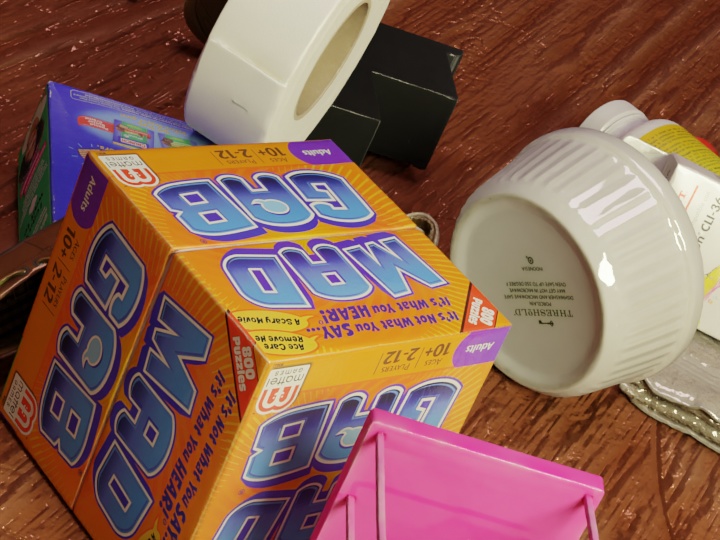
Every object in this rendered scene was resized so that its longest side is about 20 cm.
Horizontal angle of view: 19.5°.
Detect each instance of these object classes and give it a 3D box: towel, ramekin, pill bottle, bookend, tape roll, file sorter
[{"bbox_3d":[0.307,0.107,1.674,0.199,0.035,0.133,28,30,6],"label":"towel"},{"bbox_3d":[0.154,0.001,1.577,0.094,0.204,0.202,-24,53,-39],"label":"ramekin"},{"bbox_3d":[0.275,-0.061,1.846,0.112,0.113,0.200,-8,42,-44],"label":"pill bottle"},{"bbox_3d":[-0.006,-0.132,1.776,0.198,0.093,0.199,16,31,-17],"label":"bookend"},{"bbox_3d":[-0.048,-0.174,1.554,0.070,0.203,0.202,33,30,6],"label":"tape roll"},{"bbox_3d":[0.035,0.206,1.139,0.138,0.201,0.126,17,32,-11],"label":"file sorter"}]

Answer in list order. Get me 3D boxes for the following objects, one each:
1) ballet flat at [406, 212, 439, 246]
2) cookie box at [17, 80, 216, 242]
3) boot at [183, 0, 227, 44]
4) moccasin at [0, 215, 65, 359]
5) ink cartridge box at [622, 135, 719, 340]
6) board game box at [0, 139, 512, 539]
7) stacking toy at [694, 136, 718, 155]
[{"bbox_3d":[0.000,0.000,1.592,0.067,0.063,0.200,32,30,15],"label":"ballet flat"},{"bbox_3d":[-0.159,-0.038,1.522,0.170,0.076,0.201,16,29,-18],"label":"cookie box"},{"bbox_3d":[-0.081,-0.244,1.927,0.198,0.072,0.155,16,30,-25],"label":"boot"},{"bbox_3d":[-0.195,0.011,1.356,0.200,0.074,0.078,-21,40,-27],"label":"moccasin"},{"bbox_3d":[0.283,-0.016,1.716,0.199,0.117,0.068,26,11,-2],"label":"ink cartridge box"},{"bbox_3d":[-0.070,0.060,1.297,0.199,0.201,0.200,-7,41,-43],"label":"board game box"},{"bbox_3d":[0.379,-0.069,1.983,0.199,0.086,0.085,29,29,19],"label":"stacking toy"}]
